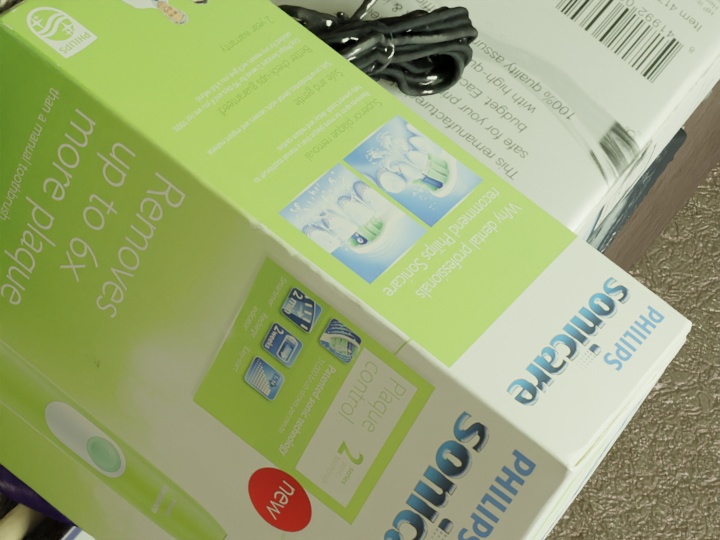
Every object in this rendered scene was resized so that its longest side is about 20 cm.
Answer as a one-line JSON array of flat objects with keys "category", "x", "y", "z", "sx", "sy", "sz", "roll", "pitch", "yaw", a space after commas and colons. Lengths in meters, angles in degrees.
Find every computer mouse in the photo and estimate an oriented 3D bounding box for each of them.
[{"category": "computer mouse", "x": 0.061, "y": -0.125, "z": 0.702, "sx": 0.200, "sy": 0.044, "sz": 0.110, "roll": -48, "pitch": 163, "yaw": 13}]

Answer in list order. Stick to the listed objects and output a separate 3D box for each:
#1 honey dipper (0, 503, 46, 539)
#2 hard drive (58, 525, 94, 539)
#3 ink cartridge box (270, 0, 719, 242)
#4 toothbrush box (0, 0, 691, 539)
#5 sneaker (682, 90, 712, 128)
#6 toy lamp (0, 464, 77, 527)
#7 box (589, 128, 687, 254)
[{"category": "honey dipper", "x": -0.139, "y": 0.105, "z": 0.948, "sx": 0.038, "sy": 0.038, "sz": 0.200, "roll": -59, "pitch": 172, "yaw": 30}, {"category": "hard drive", "x": -0.101, "y": 0.101, "z": 1.020, "sx": 0.132, "sy": 0.025, "sz": 0.200, "roll": -48, "pitch": -179, "yaw": 7}, {"category": "ink cartridge box", "x": 0.033, "y": -0.067, "z": 0.820, "sx": 0.200, "sy": 0.146, "sz": 0.086, "roll": -49, "pitch": 172, "yaw": -23}, {"category": "toothbrush box", "x": -0.029, "y": 0.021, "z": 0.670, "sx": 0.086, "sy": 0.200, "sz": 0.146, "roll": -43, "pitch": 168, "yaw": -48}, {"category": "sneaker", "x": 0.202, "y": -0.121, "z": 1.681, "sx": 0.200, "sy": 0.082, "sz": 0.075, "roll": -44, "pitch": 167, "yaw": -45}, {"category": "toy lamp", "x": -0.059, "y": 0.066, "z": 0.818, "sx": 0.199, "sy": 0.058, "sz": 0.058, "roll": -4, "pitch": -149, "yaw": 43}, {"category": "box", "x": 0.066, "y": -0.025, "z": 1.253, "sx": 0.197, "sy": 0.117, "sz": 0.200, "roll": -56, "pitch": 170, "yaw": 14}]
